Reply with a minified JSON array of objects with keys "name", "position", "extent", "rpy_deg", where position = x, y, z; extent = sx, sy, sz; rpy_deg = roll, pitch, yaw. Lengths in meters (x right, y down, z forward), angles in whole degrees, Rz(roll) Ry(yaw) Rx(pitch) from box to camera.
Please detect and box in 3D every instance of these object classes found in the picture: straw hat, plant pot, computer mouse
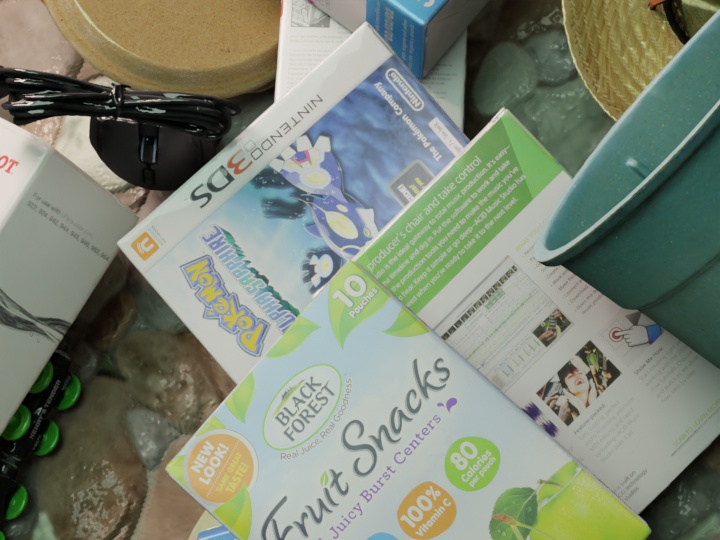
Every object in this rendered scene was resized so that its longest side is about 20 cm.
[{"name":"straw hat","position":[0.207,-0.153,1.152],"extent":[0.200,0.085,0.202],"rpy_deg":[-1,86,18]},{"name":"plant pot","position":[0.220,-0.018,1.016],"extent":[0.196,0.200,0.200],"rpy_deg":[40,87,-6]},{"name":"computer mouse","position":[-0.144,-0.075,1.191],"extent":[0.139,0.200,0.046],"rpy_deg":[8,88,-7]}]

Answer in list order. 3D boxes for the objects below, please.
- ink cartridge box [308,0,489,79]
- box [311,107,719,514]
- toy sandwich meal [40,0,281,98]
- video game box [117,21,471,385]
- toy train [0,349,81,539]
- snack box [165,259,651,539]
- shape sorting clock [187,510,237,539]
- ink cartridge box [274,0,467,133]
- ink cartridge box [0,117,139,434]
[{"name":"ink cartridge box","position":[-0.009,-0.216,1.196],"extent":[0.200,0.068,0.115],"rpy_deg":[36,73,13]},{"name":"box","position":[0.093,0.037,1.106],"extent":[0.144,0.036,0.200],"rpy_deg":[-44,89,0]},{"name":"toy sandwich meal","position":[-0.111,-0.189,1.297],"extent":[0.204,0.070,0.207],"rpy_deg":[2,75,-8]},{"name":"video game box","position":[0.000,0.000,1.150],"extent":[0.182,0.047,0.200],"rpy_deg":[-42,90,4]},{"name":"toy train","position":[-0.226,0.133,1.236],"extent":[0.056,0.042,0.201],"rpy_deg":[18,77,36]},{"name":"snack box","position":[0.024,0.114,1.058],"extent":[0.200,0.053,0.142],"rpy_deg":[42,89,7]},{"name":"shape sorting clock","position":[-0.003,0.186,1.112],"extent":[0.199,0.039,0.201],"rpy_deg":[-2,81,12]},{"name":"ink cartridge box","position":[0.008,-0.127,1.226],"extent":[0.108,0.050,0.201],"rpy_deg":[3,69,2]},{"name":"ink cartridge box","position":[-0.240,0.013,1.237],"extent":[0.145,0.084,0.201],"rpy_deg":[25,79,50]}]
